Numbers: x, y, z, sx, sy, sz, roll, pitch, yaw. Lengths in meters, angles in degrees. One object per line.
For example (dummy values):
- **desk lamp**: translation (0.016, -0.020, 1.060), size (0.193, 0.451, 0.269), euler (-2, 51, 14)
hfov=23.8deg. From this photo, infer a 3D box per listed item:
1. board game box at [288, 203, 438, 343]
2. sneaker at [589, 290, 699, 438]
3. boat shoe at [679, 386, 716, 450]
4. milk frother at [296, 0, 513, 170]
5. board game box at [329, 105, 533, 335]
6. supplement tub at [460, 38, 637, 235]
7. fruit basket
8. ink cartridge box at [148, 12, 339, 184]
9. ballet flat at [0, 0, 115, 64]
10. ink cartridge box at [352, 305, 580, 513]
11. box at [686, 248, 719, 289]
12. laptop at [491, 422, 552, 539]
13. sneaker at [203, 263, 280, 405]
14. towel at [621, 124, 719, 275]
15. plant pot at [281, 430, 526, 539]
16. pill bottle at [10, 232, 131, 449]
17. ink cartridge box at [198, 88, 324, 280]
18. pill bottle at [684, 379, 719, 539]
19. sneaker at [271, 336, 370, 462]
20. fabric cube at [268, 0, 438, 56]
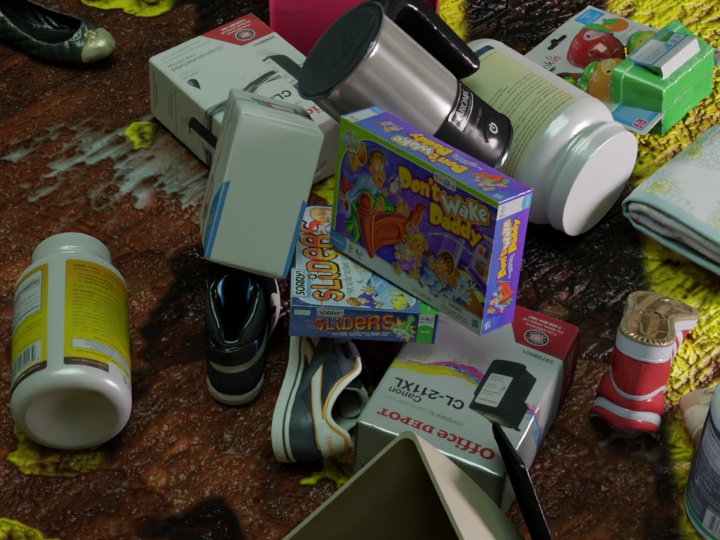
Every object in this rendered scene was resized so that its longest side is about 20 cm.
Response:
- **board game box**: translation (0.000, 0.000, 1.613), size (0.135, 0.035, 0.200), euler (3, 30, -4)
- **sneaker**: translation (0.271, 0.091, 1.634), size (0.071, 0.113, 0.200), euler (17, 17, 16)
- **boat shoe**: translation (0.398, 0.122, 1.598), size (0.199, 0.072, 0.065), euler (-11, 48, -6)
- **milk frother**: translation (0.016, -0.155, 1.690), size (0.188, 0.200, 0.181), euler (39, 32, -27)
- **board game box**: translation (0.059, -0.048, 1.534), size (0.045, 0.135, 0.200), euler (-22, 39, -38)
- **supplement tub**: translation (0.173, -0.139, 1.788), size (0.200, 0.145, 0.145), euler (36, 54, 28)
- **fruit basket**: translation (0.289, -0.236, 1.929), size (0.200, 0.094, 0.185), euler (31, 52, 29)
- **ink cartridge box**: translation (-0.114, -0.174, 1.851), size (0.144, 0.084, 0.200), euler (-29, 54, -28)
- **ballet flat**: translation (-0.372, -0.285, 1.965), size (0.200, 0.057, 0.067), euler (20, 49, 16)
- **ink cartridge box**: translation (0.099, 0.121, 1.572), size (0.145, 0.083, 0.200), euler (20, 47, 16)
- **box**: translation (0.421, -0.054, 1.804), size (0.200, 0.021, 0.163), euler (-26, 52, -25)
- **laptop**: translation (0.200, 0.213, 1.384), size (0.116, 0.200, 0.187), euler (-20, 5, -1)
- **sneaker**: translation (-0.113, 0.020, 1.640), size (0.073, 0.112, 0.200), euler (0, 45, -3)
- **towel**: translation (0.396, -0.060, 1.763), size (0.200, 0.048, 0.171), euler (35, 51, 28)
- **plant pot**: translation (0.059, 0.278, 1.321), size (0.177, 0.200, 0.200), euler (27, 27, -43)
- **pill bottle**: translation (-0.270, 0.060, 1.594), size (0.109, 0.109, 0.200), euler (-3, 46, -6)
- **ink cartridge box**: translation (-0.100, -0.088, 1.648), size (0.084, 0.145, 0.200), euler (14, 10, -9)
- **pill bottle**: translation (0.351, 0.148, 1.477), size (0.113, 0.200, 0.113), euler (2, 46, -2)
- **sneaker**: translation (-0.027, 0.092, 1.596), size (0.079, 0.079, 0.200), euler (-2, 53, 15)
- **fabric cube**: translation (-0.007, -0.353, 1.952), size (0.196, 0.200, 0.200), euler (3, 46, -1)
